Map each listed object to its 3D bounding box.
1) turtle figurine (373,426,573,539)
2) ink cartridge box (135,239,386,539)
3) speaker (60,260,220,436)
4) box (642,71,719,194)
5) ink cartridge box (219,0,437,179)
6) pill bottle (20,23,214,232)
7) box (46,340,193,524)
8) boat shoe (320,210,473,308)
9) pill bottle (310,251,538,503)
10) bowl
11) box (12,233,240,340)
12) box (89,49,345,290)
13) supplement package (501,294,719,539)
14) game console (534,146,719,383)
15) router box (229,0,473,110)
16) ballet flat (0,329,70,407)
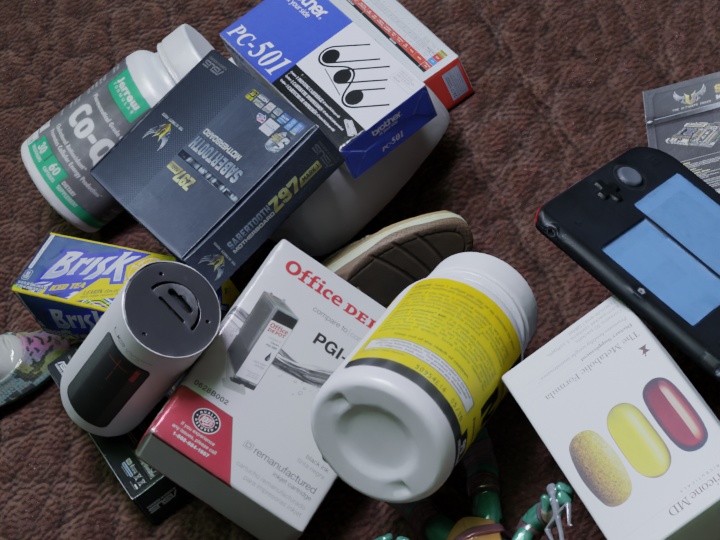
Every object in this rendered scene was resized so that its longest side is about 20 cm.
[{"bbox_3d":[0.082,0.199,1.374,0.149,0.101,0.200,-16,29,-7],"label":"turtle figurine"},{"bbox_3d":[-0.063,0.098,1.497,0.147,0.083,0.200,34,65,-2],"label":"ink cartridge box"},{"bbox_3d":[-0.177,0.065,1.491,0.200,0.081,0.081,-44,18,58],"label":"speaker"},{"bbox_3d":[0.339,-0.104,1.544,0.199,0.048,0.159,-14,46,16],"label":"box"},{"bbox_3d":[-0.030,-0.171,1.623,0.094,0.044,0.200,-38,51,-9],"label":"ink cartridge box"},{"bbox_3d":[-0.215,-0.137,1.782,0.200,0.113,0.113,-38,43,10],"label":"pill bottle"},{"bbox_3d":[-0.164,0.102,1.621,0.160,0.044,0.200,-37,45,-7],"label":"box"},{"bbox_3d":[0.000,0.000,1.617,0.200,0.072,0.076,-27,29,1],"label":"boat shoe"},{"bbox_3d":[0.055,0.075,1.415,0.114,0.115,0.200,3,32,29],"label":"pill bottle"},{"bbox_3d":[-0.047,-0.129,1.678,0.199,0.075,0.200,32,74,36],"label":"bowl"},{"bbox_3d":[-0.201,0.025,1.620,0.199,0.064,0.070,10,56,34],"label":"box"},{"bbox_3d":[-0.125,-0.089,1.583,0.158,0.051,0.200,-45,39,-4],"label":"box"},{"bbox_3d":[0.208,0.135,1.348,0.114,0.110,0.200,-37,44,5],"label":"supplement package"},{"bbox_3d":[0.248,-0.009,1.415,0.200,0.031,0.177,41,37,17],"label":"game console"},{"bbox_3d":[-0.018,-0.184,1.796,0.179,0.049,0.200,-35,45,-5],"label":"router box"},{"bbox_3d":[-0.362,0.100,1.705,0.200,0.071,0.069,-27,44,2],"label":"ballet flat"}]
